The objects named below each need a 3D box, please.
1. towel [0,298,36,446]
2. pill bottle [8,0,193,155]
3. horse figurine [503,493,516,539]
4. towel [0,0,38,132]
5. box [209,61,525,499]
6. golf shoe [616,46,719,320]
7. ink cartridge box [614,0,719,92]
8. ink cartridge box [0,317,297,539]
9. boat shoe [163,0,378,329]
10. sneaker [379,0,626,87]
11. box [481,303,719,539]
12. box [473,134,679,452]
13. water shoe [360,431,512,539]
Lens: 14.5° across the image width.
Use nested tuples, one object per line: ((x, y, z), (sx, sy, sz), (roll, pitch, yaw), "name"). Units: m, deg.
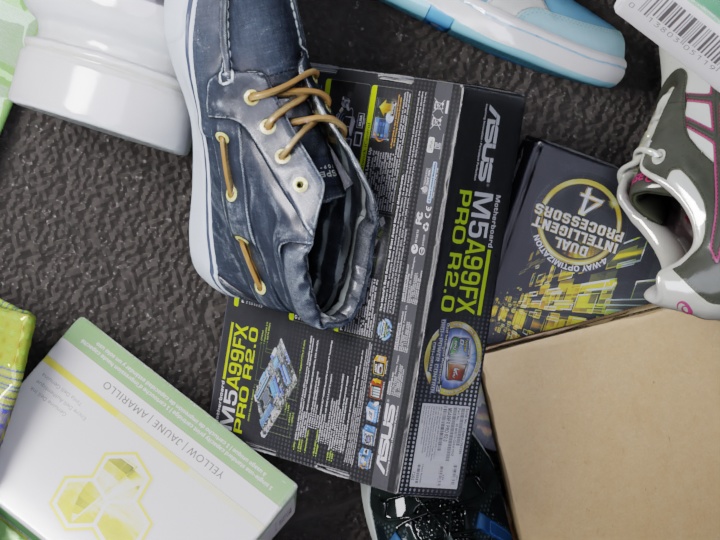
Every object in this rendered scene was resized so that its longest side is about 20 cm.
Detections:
((-0.246, 0.094, 1.408), (0.143, 0.023, 0.201), (21, 90, 28), "towel")
((-0.101, -0.166, 1.397), (0.113, 0.113, 0.201), (17, 90, -8), "pill bottle")
((0.033, 0.201, 1.476), (0.199, 0.050, 0.133), (-18, 98, -6), "horse figurine")
((-0.261, -0.136, 1.423), (0.199, 0.031, 0.150), (23, 92, -9), "towel")
((0.000, 0.000, 1.403), (0.044, 0.160, 0.201), (7, 93, -39), "box")
((0.171, -0.068, 1.423), (0.088, 0.077, 0.201), (-2, 61, -18), "golf shoe")
((0.237, -0.156, 1.421), (0.161, 0.050, 0.200), (36, 58, -4), "ink cartridge box")
((-0.148, 0.145, 1.409), (0.145, 0.048, 0.200), (37, 73, 10), "ink cartridge box")
((-0.036, -0.072, 1.346), (0.071, 0.091, 0.201), (-24, 121, -36), "boat shoe")
((0.066, -0.183, 1.438), (0.200, 0.080, 0.131), (25, 91, -10), "sneaker")
((0.156, 0.117, 1.454), (0.163, 0.021, 0.201), (-14, 99, -5), "box")
((0.153, 0.036, 1.480), (0.199, 0.049, 0.162), (20, 95, -9), "box")
((0.053, 0.159, 1.412), (0.071, 0.079, 0.201), (-14, 92, -11), "water shoe")
